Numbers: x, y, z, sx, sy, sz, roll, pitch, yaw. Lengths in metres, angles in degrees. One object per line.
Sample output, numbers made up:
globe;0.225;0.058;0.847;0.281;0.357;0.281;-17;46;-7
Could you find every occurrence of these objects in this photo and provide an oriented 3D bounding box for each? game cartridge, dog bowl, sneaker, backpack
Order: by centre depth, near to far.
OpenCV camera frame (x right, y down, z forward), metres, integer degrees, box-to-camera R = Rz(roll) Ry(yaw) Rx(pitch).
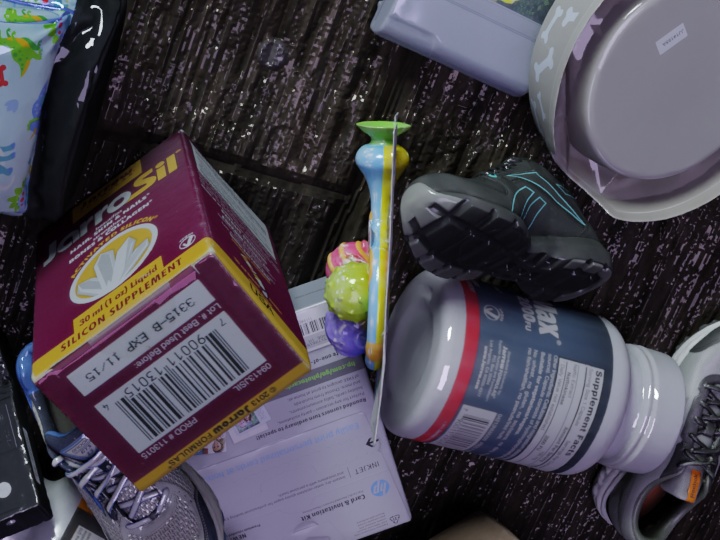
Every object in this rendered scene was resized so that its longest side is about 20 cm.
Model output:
backpack;-0.256;-0.114;0.844;0.199;0.154;0.164;20;116;-7
game cartridge;0.107;-0.218;0.927;0.132;0.041;0.201;19;109;-24
sneaker;-0.165;0.124;0.929;0.077;0.200;0.085;-42;158;1
dog bowl;0.200;-0.133;0.952;0.199;0.059;0.201;-14;125;-20
sneaker;0.089;-0.035;0.952;0.075;0.080;0.199;-29;150;31
sneaker;0.255;0.127;1.097;0.074;0.079;0.201;23;106;-20

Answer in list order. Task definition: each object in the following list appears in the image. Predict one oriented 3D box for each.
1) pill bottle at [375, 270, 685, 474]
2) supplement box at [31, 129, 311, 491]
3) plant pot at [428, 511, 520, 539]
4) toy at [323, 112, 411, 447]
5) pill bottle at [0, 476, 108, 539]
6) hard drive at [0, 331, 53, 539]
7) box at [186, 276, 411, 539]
pill bottle;0.122;0.079;1.021;0.199;0.120;0.120;15;110;-20
supplement box;-0.121;0.017;0.890;0.131;0.200;0.103;-36;117;5
plant pot;0.071;0.283;1.080;0.175;0.200;0.201;-44;117;-9
toy;0.000;0.000;0.943;0.047;0.115;0.202;7;102;0
pill bottle;-0.184;0.214;1.000;0.199;0.116;0.117;31;105;-8
hard drive;-0.313;0.132;0.940;0.199;0.140;0.038;-21;154;-4
box;-0.062;0.119;1.041;0.155;0.041;0.201;-19;116;-3
